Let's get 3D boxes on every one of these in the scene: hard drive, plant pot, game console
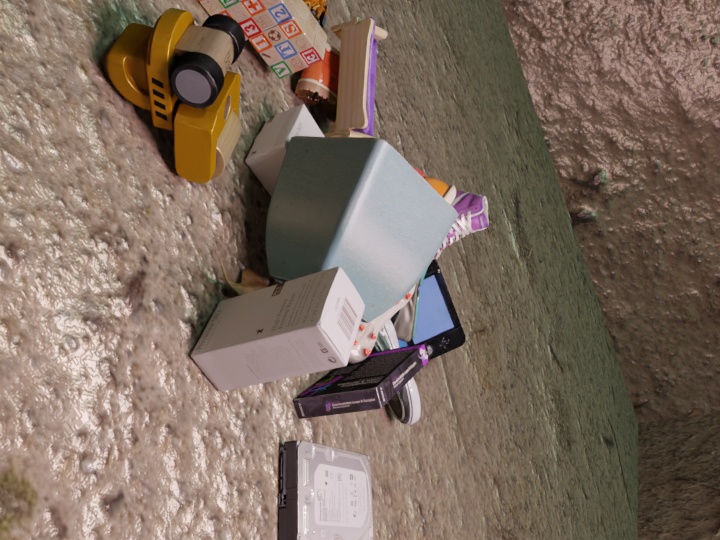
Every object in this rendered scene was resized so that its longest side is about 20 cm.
[{"bbox_3d":[-0.045,0.327,1.023,0.199,0.037,0.142,32,50,-52],"label":"hard drive"},{"bbox_3d":[-0.019,-0.046,0.993,0.195,0.195,0.203,35,75,-42],"label":"plant pot"},{"bbox_3d":[0.098,0.098,1.319,0.117,0.173,0.203,-110,178,-74],"label":"game console"}]

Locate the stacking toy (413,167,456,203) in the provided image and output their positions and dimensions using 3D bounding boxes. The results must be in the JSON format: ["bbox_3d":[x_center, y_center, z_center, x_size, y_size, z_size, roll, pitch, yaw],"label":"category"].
[{"bbox_3d":[0.050,-0.143,1.195,0.200,0.146,0.146,43,34,-3],"label":"stacking toy"}]

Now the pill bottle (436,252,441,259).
[{"bbox_3d":[0.072,-0.087,1.352,0.199,0.109,0.113,35,48,-51],"label":"pill bottle"}]

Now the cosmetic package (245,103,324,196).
[{"bbox_3d":[-0.083,-0.142,1.121,0.201,0.080,0.114,55,36,-36],"label":"cosmetic package"}]

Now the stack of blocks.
[{"bbox_3d":[-0.150,-0.388,1.073,0.200,0.113,0.059,47,39,-44],"label":"stack of blocks"}]

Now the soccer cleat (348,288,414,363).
[{"bbox_3d":[0.023,0.064,1.164,0.069,0.077,0.201,41,65,-13],"label":"soccer cleat"}]

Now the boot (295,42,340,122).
[{"bbox_3d":[-0.031,-0.327,1.281,0.199,0.074,0.109,28,73,-55],"label":"boot"}]

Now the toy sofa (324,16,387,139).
[{"bbox_3d":[0.004,-0.315,1.202,0.082,0.096,0.204,6,86,-48],"label":"toy sofa"}]

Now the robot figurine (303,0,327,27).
[{"bbox_3d":[-0.108,-0.465,1.246,0.145,0.057,0.203,48,38,-40],"label":"robot figurine"}]

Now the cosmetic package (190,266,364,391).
[{"bbox_3d":[-0.100,0.073,0.863,0.075,0.197,0.102,57,33,-30],"label":"cosmetic package"}]

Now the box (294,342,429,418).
[{"bbox_3d":[0.007,0.166,1.082,0.199,0.141,0.037,-24,99,-61],"label":"box"}]

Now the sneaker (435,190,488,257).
[{"bbox_3d":[0.168,-0.079,1.298,0.201,0.113,0.073,-55,137,-33],"label":"sneaker"}]

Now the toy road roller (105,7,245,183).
[{"bbox_3d":[-0.227,-0.222,0.883,0.202,0.143,0.124,101,2,-47],"label":"toy road roller"}]

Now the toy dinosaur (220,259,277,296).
[{"bbox_3d":[-0.141,0.041,0.976,0.103,0.058,0.199,66,19,13],"label":"toy dinosaur"}]

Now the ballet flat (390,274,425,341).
[{"bbox_3d":[0.082,0.025,1.235,0.067,0.062,0.204,-57,159,-76],"label":"ballet flat"}]

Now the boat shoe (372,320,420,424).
[{"bbox_3d":[0.041,0.180,1.232,0.070,0.072,0.203,-24,95,-38],"label":"boat shoe"}]
